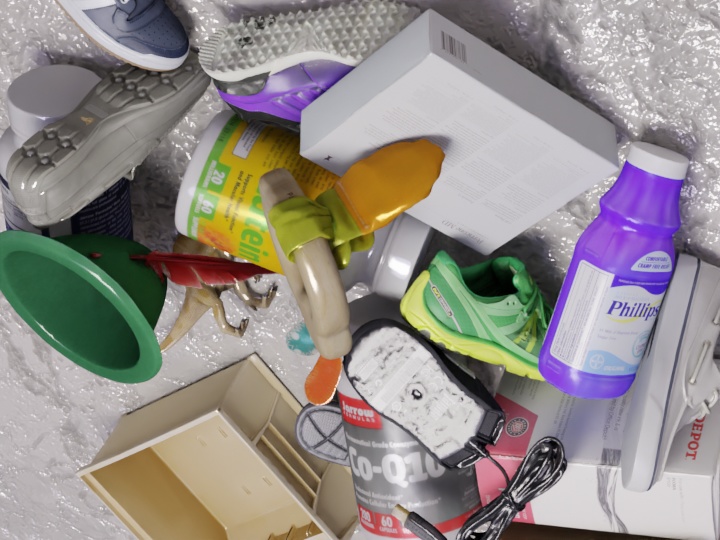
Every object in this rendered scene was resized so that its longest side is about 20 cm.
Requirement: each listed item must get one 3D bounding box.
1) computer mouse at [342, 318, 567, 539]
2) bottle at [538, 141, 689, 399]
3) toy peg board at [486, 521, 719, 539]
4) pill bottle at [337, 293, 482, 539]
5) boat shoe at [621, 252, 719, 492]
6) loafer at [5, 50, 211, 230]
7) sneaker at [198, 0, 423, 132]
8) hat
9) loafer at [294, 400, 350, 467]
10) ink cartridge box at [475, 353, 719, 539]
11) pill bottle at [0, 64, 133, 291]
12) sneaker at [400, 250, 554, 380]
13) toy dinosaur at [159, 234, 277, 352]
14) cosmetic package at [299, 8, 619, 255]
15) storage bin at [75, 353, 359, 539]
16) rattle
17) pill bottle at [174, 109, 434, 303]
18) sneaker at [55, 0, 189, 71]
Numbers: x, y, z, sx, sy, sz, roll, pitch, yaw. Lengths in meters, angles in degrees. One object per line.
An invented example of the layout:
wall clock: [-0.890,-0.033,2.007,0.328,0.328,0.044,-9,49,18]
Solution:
computer mouse: [0.057,0.136,1.404,0.200,0.046,0.141,37,107,5]
bottle: [0.203,0.001,1.361,0.065,0.083,0.201,33,112,44]
toy peg board: [0.217,0.260,1.491,0.199,0.199,0.098,-3,99,24]
pill bottle: [0.041,0.125,1.497,0.113,0.114,0.201,-3,108,24]
boat shoe: [0.254,0.084,1.367,0.065,0.201,0.072,17,153,2]
loafer: [-0.200,-0.108,1.409,0.070,0.200,0.070,35,151,33]
sneaker: [-0.020,-0.153,1.379,0.199,0.070,0.100,-1,140,18]
hat: [-0.187,-0.017,1.475,0.165,0.176,0.200,-3,132,46]
loafer: [0.036,0.166,1.612,0.199,0.063,0.072,23,101,-1]
ink cartridge box: [0.210,0.141,1.451,0.199,0.147,0.083,4,128,20]
pill bottle: [-0.254,-0.071,1.503,0.111,0.111,0.201,13,130,13]
sneaker: [0.129,0.036,1.418,0.199,0.074,0.084,17,106,-33]
toy dinosaur: [-0.133,0.013,1.568,0.101,0.058,0.201,31,125,18]
cosmetic package: [0.076,-0.100,1.337,0.200,0.052,0.151,27,134,-32]
storage bin: [-0.128,0.206,1.677,0.200,0.094,0.199,-26,112,35]
rattle: [0.000,0.000,1.354,0.130,0.143,0.201,32,149,47]
pill bottle: [-0.042,-0.047,1.434,0.199,0.111,0.111,22,131,5]
sneaker: [-0.198,-0.251,1.368,0.200,0.070,0.108,42,132,-8]
